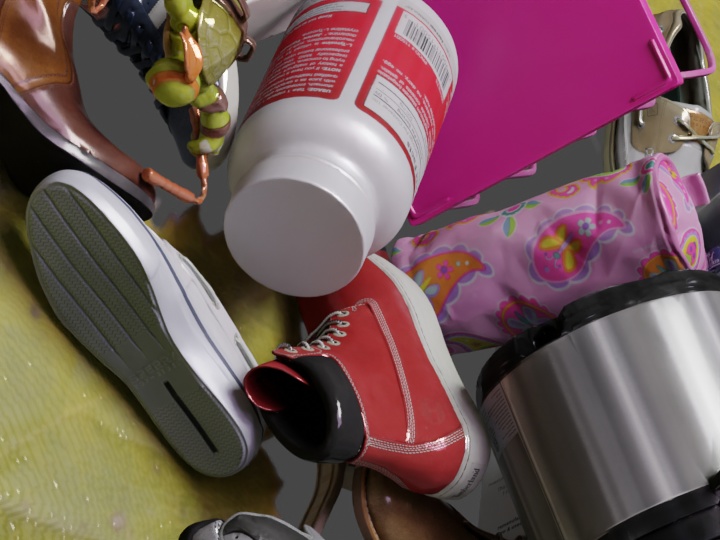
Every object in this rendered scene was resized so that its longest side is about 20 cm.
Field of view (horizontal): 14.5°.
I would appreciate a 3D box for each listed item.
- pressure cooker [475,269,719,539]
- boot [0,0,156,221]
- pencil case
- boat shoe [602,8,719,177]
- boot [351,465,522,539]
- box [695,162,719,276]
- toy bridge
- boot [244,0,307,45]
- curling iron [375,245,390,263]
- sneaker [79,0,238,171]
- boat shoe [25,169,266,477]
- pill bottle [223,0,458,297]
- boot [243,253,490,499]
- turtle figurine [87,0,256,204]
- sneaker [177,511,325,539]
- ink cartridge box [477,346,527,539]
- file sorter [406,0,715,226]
[{"bbox_3d":[0.172,0.123,1.618,0.176,0.178,0.201,30,35,-63],"label":"pressure cooker"},{"bbox_3d":[-0.164,-0.146,1.611,0.188,0.068,0.201,32,59,-14],"label":"boot"},{"bbox_3d":[0.118,-0.008,1.753,0.088,0.199,0.088,49,30,-42],"label":"pencil case"},{"bbox_3d":[0.219,-0.098,2.032,0.074,0.068,0.201,17,55,-41],"label":"boat shoe"},{"bbox_3d":[0.070,0.168,1.670,0.200,0.075,0.074,43,40,-35],"label":"boot"},{"bbox_3d":[0.269,0.035,1.764,0.123,0.198,0.201,16,55,-39],"label":"box"},{"bbox_3d":[-0.013,0.186,1.627,0.067,0.027,0.201,23,51,-38],"label":"toy bridge"},{"bbox_3d":[-0.062,-0.199,1.778,0.091,0.073,0.200,57,23,5],"label":"boot"},{"bbox_3d":[0.000,0.000,1.759,0.049,0.025,0.201,24,50,-41],"label":"curling iron"},{"bbox_3d":[-0.134,-0.152,1.679,0.084,0.075,0.201,-9,76,-32],"label":"sneaker"},{"bbox_3d":[-0.117,0.022,1.588,0.201,0.073,0.067,61,30,-19],"label":"boat shoe"},{"bbox_3d":[-0.014,-0.077,1.683,0.112,0.112,0.200,46,36,-18],"label":"pill bottle"},{"bbox_3d":[-0.022,0.043,1.632,0.144,0.073,0.200,16,29,-38],"label":"boot"},{"bbox_3d":[-0.090,-0.149,1.577,0.201,0.064,0.162,69,28,-43],"label":"turtle figurine"},{"bbox_3d":[-0.078,0.196,1.529,0.116,0.075,0.199,48,43,15],"label":"sneaker"},{"bbox_3d":[0.156,0.121,1.812,0.146,0.083,0.201,34,46,-29],"label":"ink cartridge box"},{"bbox_3d":[0.108,-0.138,1.816,0.140,0.199,0.125,65,23,6],"label":"file sorter"}]
